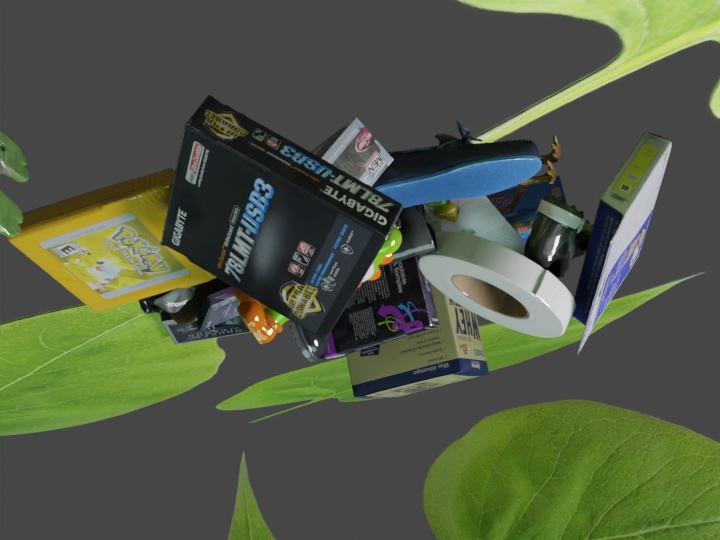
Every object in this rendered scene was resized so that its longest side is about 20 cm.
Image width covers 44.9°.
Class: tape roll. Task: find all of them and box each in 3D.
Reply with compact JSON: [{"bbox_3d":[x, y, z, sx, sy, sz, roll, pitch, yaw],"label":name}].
[{"bbox_3d":[0.167,0.019,1.078,0.201,0.037,0.203,27,165,8],"label":"tape roll"}]

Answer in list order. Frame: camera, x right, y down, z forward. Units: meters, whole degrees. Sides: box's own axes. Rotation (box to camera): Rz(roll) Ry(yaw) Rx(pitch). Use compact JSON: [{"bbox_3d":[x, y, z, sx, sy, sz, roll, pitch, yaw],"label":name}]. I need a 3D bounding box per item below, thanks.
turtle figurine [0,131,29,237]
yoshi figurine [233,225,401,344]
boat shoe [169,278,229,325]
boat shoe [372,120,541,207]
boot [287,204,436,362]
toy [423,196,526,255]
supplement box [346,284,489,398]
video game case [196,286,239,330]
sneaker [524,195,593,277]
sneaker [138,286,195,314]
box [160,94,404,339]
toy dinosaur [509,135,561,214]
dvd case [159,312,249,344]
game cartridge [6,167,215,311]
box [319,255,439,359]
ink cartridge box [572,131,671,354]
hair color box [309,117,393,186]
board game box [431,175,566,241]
[{"bbox_3d":[-0.375,-0.029,0.762,0.192,0.202,0.144,-18,-161,9],"label":"turtle figurine"},{"bbox_3d":[-0.053,-0.013,0.971,0.199,0.113,0.112,-32,160,-1],"label":"yoshi figurine"},{"bbox_3d":[-0.186,0.004,1.190,0.199,0.074,0.065,-29,-175,28],"label":"boat shoe"},{"bbox_3d":[0.089,-0.119,0.920,0.198,0.069,0.084,-7,154,1],"label":"boat shoe"},{"bbox_3d":[0.000,-0.001,1.047,0.198,0.166,0.066,-21,169,5],"label":"boot"},{"bbox_3d":[0.154,-0.047,1.128,0.114,0.048,0.200,-17,139,36],"label":"toy"},{"bbox_3d":[0.083,0.095,1.454,0.198,0.202,0.134,-17,165,25],"label":"supplement box"},{"bbox_3d":[-0.117,0.022,1.161,0.198,0.019,0.143,-21,171,-20],"label":"video game case"},{"bbox_3d":[0.243,-0.032,1.083,0.066,0.091,0.200,28,-175,21],"label":"sneaker"},{"bbox_3d":[-0.228,0.003,1.086,0.066,0.091,0.199,0,162,-39],"label":"sneaker"},{"bbox_3d":[-0.083,-0.041,0.821,0.197,0.050,0.200,29,144,-3],"label":"box"},{"bbox_3d":[0.186,-0.120,1.037,0.105,0.061,0.199,-5,169,33],"label":"toy dinosaur"},{"bbox_3d":[-0.264,0.090,1.531,0.149,0.025,0.200,-9,165,-7],"label":"dvd case"},{"bbox_3d":[-0.254,-0.026,0.965,0.198,0.033,0.177,-14,146,14],"label":"game cartridge"},{"bbox_3d":[0.013,0.040,1.308,0.199,0.144,0.036,-19,166,29],"label":"box"},{"bbox_3d":[0.305,-0.032,1.059,0.200,0.047,0.199,-46,151,-35],"label":"ink cartridge box"},{"bbox_3d":[-0.065,-0.069,0.902,0.199,0.061,0.099,-27,-159,48],"label":"hair color box"},{"bbox_3d":[0.190,-0.065,1.231,0.198,0.045,0.152,-15,164,10],"label":"board game box"}]
